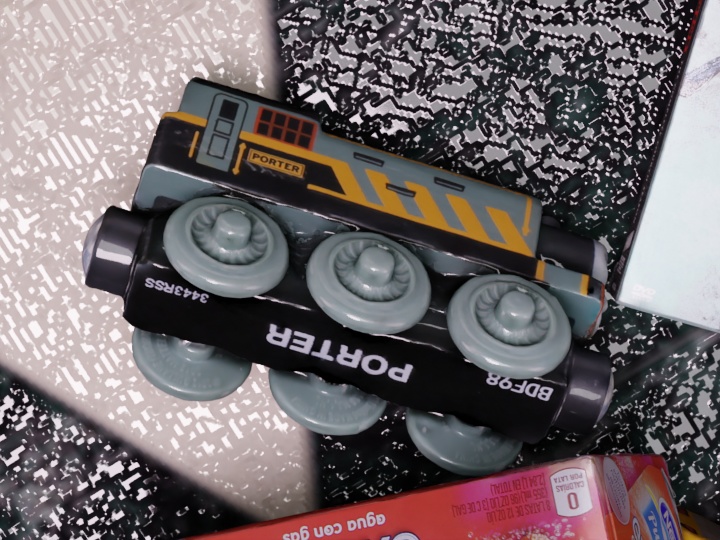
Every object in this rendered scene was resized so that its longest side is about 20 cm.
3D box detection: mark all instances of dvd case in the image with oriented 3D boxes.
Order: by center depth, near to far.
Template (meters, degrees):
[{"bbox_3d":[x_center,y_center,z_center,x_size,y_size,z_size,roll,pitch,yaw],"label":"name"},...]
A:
[{"bbox_3d":[0.190,-0.064,0.954,0.146,0.022,0.200,17,98,0],"label":"dvd case"}]

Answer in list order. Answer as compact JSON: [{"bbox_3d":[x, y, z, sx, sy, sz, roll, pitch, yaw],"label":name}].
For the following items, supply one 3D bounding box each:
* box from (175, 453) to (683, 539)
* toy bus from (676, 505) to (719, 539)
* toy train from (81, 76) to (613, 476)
[{"bbox_3d":[0.015,0.130,0.927,0.200,0.100,0.096,-14,82,20],"label":"box"},{"bbox_3d":[0.125,0.160,0.978,0.078,0.065,0.200,25,96,1],"label":"toy bus"},{"bbox_3d":[0.000,0.000,0.944,0.200,0.114,0.085,16,135,-4],"label":"toy train"}]
